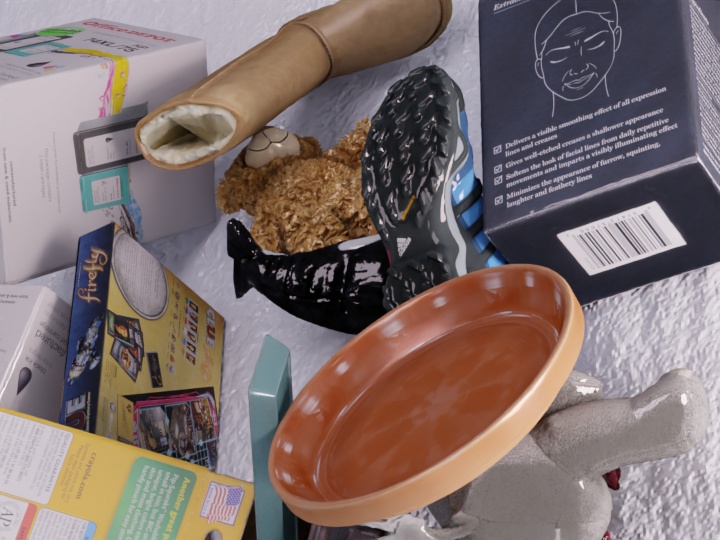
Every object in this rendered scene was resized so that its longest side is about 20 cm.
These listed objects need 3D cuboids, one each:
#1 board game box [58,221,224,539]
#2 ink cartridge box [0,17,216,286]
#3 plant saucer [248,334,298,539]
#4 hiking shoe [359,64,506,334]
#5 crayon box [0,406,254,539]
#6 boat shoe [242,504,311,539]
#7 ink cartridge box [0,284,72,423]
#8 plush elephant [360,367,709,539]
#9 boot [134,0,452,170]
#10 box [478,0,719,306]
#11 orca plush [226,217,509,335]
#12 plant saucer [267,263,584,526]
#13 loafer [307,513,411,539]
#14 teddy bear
[{"bbox_3d":[-0.149,0.086,1.423,0.034,0.135,0.202,-20,48,25],"label":"board game box"},{"bbox_3d":[-0.229,-0.094,1.546,0.199,0.148,0.146,-19,24,-41],"label":"ink cartridge box"},{"bbox_3d":[-0.051,0.143,1.262,0.019,0.202,0.070,2,27,6],"label":"plant saucer"},{"bbox_3d":[0.051,-0.030,1.315,0.074,0.086,0.202,-14,67,30],"label":"hiking shoe"},{"bbox_3d":[-0.170,0.168,1.268,0.198,0.052,0.127,15,71,12],"label":"crayon box"},{"bbox_3d":[-0.013,0.129,1.320,0.200,0.072,0.072,-52,-8,36],"label":"boat shoe"},{"bbox_3d":[-0.242,0.132,1.454,0.084,0.145,0.202,1,61,39],"label":"ink cartridge box"},{"bbox_3d":[0.095,0.130,1.203,0.198,0.167,0.155,-3,10,-1],"label":"plush elephant"},{"bbox_3d":[-0.043,-0.143,1.492,0.174,0.067,0.200,-22,12,39],"label":"boot"},{"bbox_3d":[0.164,-0.097,1.328,0.147,0.107,0.202,-18,50,26],"label":"box"},{"bbox_3d":[0.000,0.000,1.366,0.198,0.071,0.106,19,95,14],"label":"orca plush"},{"bbox_3d":[0.039,0.072,1.156,0.199,0.032,0.201,-30,23,14],"label":"plant saucer"},{"bbox_3d":[-0.035,0.223,1.244,0.072,0.063,0.201,-91,26,-81],"label":"loafer"},{"bbox_3d":[-0.030,-0.049,1.479,0.144,0.067,0.201,-35,44,9],"label":"teddy bear"}]
